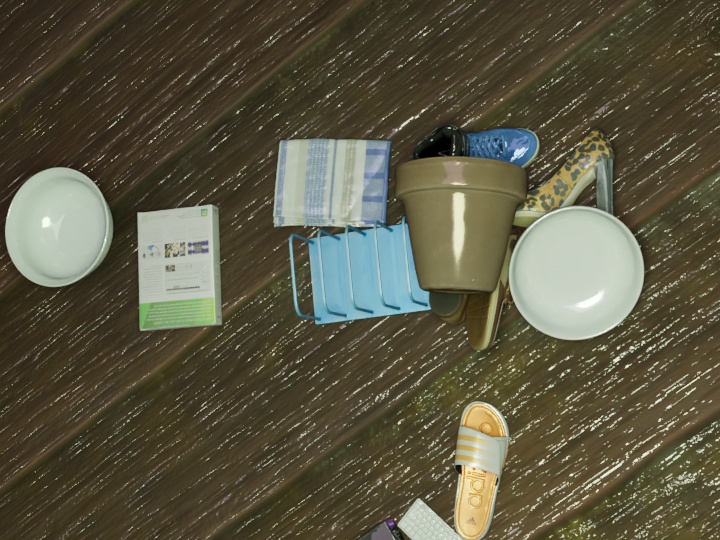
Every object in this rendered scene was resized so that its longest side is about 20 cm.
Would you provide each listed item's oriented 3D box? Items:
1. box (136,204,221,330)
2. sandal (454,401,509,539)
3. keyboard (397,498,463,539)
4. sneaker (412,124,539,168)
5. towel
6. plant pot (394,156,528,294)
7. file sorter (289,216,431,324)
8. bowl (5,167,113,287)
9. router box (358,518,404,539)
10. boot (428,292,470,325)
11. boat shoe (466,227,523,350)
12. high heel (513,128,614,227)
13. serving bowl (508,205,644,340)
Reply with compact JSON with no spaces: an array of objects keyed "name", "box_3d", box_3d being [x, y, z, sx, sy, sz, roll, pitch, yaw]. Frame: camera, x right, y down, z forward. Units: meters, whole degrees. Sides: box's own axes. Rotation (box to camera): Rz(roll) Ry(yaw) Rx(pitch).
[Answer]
[{"name":"box","box_3d":[-0.307,-0.003,1.657,0.141,0.036,0.205,-4,81,15]},{"name":"sandal","box_3d":[0.179,0.306,1.477,0.077,0.059,0.212,5,85,15]},{"name":"keyboard","box_3d":[0.146,0.439,1.497,0.199,0.011,0.057,41,95,16]},{"name":"sneaker","box_3d":[0.176,-0.183,1.507,0.196,0.111,0.079,-7,82,14]},{"name":"towel","box_3d":[-0.048,-0.143,1.609,0.195,0.024,0.150,1,82,13]},{"name":"plant pot","box_3d":[0.143,-0.058,1.416,0.196,0.200,0.179,1,85,15]},{"name":"file sorter","box_3d":[0.000,0.000,1.524,0.196,0.122,0.142,-8,82,16]},{"name":"bowl","box_3d":[-0.503,-0.069,1.688,0.197,0.090,0.206,-2,83,14]},{"name":"router box","box_3d":[0.002,0.502,1.506,0.198,0.051,0.151,-34,75,9]},{"name":"boot","box_3d":[0.150,-0.014,1.524,0.072,0.075,0.204,4,70,25]},{"name":"boat shoe","box_3d":[0.214,0.027,1.491,0.071,0.072,0.204,17,71,-21]},{"name":"high heel","box_3d":[0.291,-0.143,1.503,0.196,0.071,0.146,-2,72,17]},{"name":"serving bowl","box_3d":[0.317,-0.003,1.455,0.195,0.066,0.205,2,107,6]}]
